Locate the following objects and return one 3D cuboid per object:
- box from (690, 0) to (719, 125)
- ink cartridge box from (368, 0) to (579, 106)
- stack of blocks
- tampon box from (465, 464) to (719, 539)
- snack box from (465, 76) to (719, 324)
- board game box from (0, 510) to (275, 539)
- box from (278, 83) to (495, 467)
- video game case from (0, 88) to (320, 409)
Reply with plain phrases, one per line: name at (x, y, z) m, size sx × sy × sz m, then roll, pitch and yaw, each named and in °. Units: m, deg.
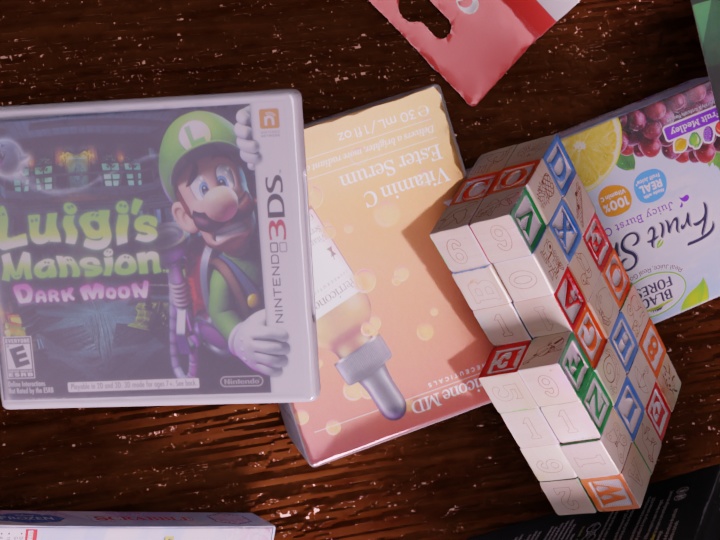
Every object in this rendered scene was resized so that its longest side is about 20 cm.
box at (0.240, -0.200, 0.890) m, size 0.036 × 0.144 × 0.202 m, roll -13°, pitch 97°, yaw 25°
ink cartridge box at (0.093, -0.238, 0.908) m, size 0.161 × 0.050 × 0.200 m, roll 44°, pitch 83°, yaw -10°
stack of blocks at (0.120, 0.035, 0.826) m, size 0.201 × 0.058 × 0.115 m, roll 59°, pitch 40°, yaw -23°
tampon box at (0.158, 0.240, 0.861) m, size 0.199 × 0.126 × 0.151 m, roll -23°, pitch 98°, yaw 30°
snack box at (0.174, -0.032, 0.931) m, size 0.198 × 0.053 × 0.144 m, roll -22°, pitch 99°, yaw -8°
board game box at (-0.161, 0.256, 0.864) m, size 0.198 × 0.041 × 0.202 m, roll 7°, pitch 92°, yaw -29°
box at (0.000, 0.000, 0.875) m, size 0.151 × 0.106 × 0.202 m, roll -19°, pitch 96°, yaw -9°
video game case at (-0.127, -0.010, 0.807) m, size 0.198 × 0.023 × 0.184 m, roll -2°, pitch 98°, yaw 9°
